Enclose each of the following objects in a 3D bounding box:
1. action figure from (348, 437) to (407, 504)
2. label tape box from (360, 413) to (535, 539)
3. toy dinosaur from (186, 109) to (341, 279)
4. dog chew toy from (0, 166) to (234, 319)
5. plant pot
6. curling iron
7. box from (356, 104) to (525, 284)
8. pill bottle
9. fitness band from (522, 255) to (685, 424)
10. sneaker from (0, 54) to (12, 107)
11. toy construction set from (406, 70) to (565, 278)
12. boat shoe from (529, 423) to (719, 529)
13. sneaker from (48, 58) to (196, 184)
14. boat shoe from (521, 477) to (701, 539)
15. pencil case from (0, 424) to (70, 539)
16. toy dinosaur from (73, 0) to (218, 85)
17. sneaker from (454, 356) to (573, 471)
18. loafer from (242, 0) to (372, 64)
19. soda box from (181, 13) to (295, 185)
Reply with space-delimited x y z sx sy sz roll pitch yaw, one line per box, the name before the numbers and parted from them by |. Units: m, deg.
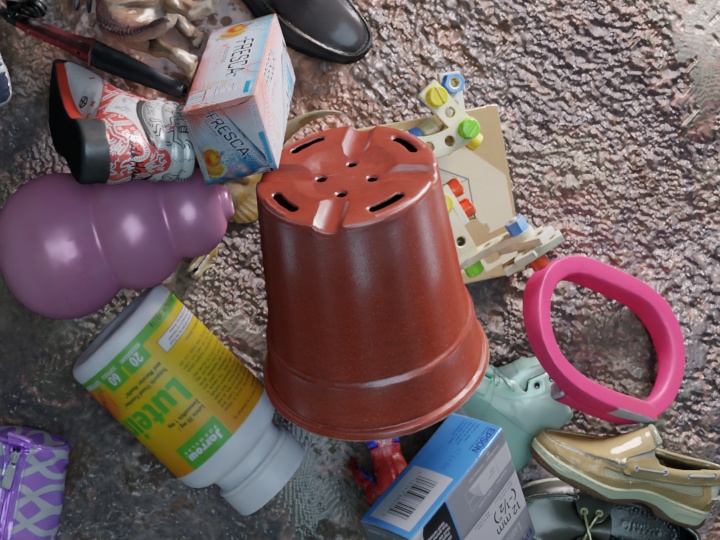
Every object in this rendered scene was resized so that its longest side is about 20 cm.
action figure | 0.016 0.153 1.302 0.065 0.099 0.202 -12 73 -10
label tape box | 0.091 0.252 1.254 0.143 0.066 0.201 -45 128 -33
toy dinosaur | -0.115 -0.093 1.268 0.101 0.058 0.201 37 92 -27
dog chew toy | -0.206 -0.033 1.192 0.198 0.125 0.126 -15 95 1
plant pot | 0.000 0.000 1.159 0.199 0.201 0.197 -19 127 -12
curling iron | -0.234 -0.192 1.196 0.199 0.050 0.026 30 72 14
box | 0.049 -0.058 1.316 0.198 0.021 0.165 -12 94 -13
pill bottle | -0.146 0.118 1.230 0.111 0.111 0.200 -46 101 -8
fitness band | 0.231 0.067 1.320 0.199 0.037 0.145 22 59 -30
sneaker | -0.389 -0.205 1.177 0.129 0.079 0.200 -30 98 -9
toy construction set | 0.090 -0.071 1.274 0.131 0.092 0.201 -35 88 -11
boat shoe | 0.253 0.175 1.309 0.198 0.072 0.077 20 109 -23
sneaker | -0.199 -0.124 1.177 0.107 0.202 0.068 -2 115 -21
boat shoe | 0.232 0.246 1.351 0.200 0.060 0.073 10 89 -14
pencil case | -0.305 0.231 1.210 0.083 0.085 0.202 9 91 -12
toy dinosaur | -0.192 -0.230 1.189 0.134 0.201 0.086 18 117 -11
sneaker | 0.119 0.089 1.310 0.118 0.074 0.201 -37 110 -3
loafer | -0.070 -0.254 1.254 0.199 0.072 0.073 32 84 -13
soda box | -0.099 -0.148 1.179 0.063 0.201 0.069 -12 118 9
